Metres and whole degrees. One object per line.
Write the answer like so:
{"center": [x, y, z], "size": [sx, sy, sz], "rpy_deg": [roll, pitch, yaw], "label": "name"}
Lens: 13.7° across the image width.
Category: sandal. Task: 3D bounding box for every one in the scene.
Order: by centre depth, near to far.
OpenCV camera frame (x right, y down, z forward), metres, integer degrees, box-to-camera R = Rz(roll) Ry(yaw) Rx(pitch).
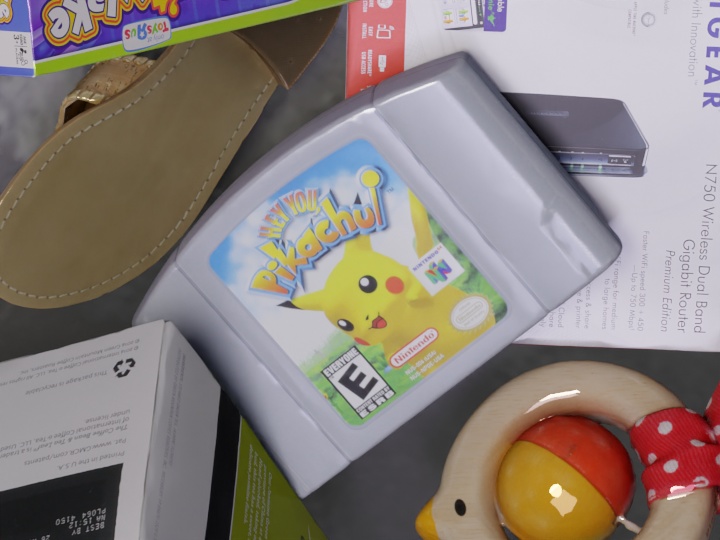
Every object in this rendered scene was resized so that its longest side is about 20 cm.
{"center": [-0.096, -0.069, 1.356], "size": [0.212, 0.070, 0.078], "rpy_deg": [-47, 116, -6], "label": "sandal"}

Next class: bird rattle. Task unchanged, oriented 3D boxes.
{"center": [0.116, 0.104, 1.372], "size": [0.163, 0.113, 0.201], "rpy_deg": [32, 85, 24], "label": "bird rattle"}

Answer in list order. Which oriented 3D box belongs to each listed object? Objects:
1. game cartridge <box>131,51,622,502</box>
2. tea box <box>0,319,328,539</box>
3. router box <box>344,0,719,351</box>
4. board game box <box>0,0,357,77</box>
{"center": [0.000, 0.000, 1.337], "size": [0.200, 0.040, 0.133], "rpy_deg": [-38, 98, 18], "label": "game cartridge"}
{"center": [-0.135, 0.149, 1.324], "size": [0.199, 0.134, 0.197], "rpy_deg": [-13, 134, 19], "label": "tea box"}
{"center": [0.082, -0.067, 1.352], "size": [0.178, 0.049, 0.201], "rpy_deg": [2, 111, 2], "label": "router box"}
{"center": [-0.083, -0.163, 1.229], "size": [0.045, 0.199, 0.135], "rpy_deg": [7, 108, 40], "label": "board game box"}
